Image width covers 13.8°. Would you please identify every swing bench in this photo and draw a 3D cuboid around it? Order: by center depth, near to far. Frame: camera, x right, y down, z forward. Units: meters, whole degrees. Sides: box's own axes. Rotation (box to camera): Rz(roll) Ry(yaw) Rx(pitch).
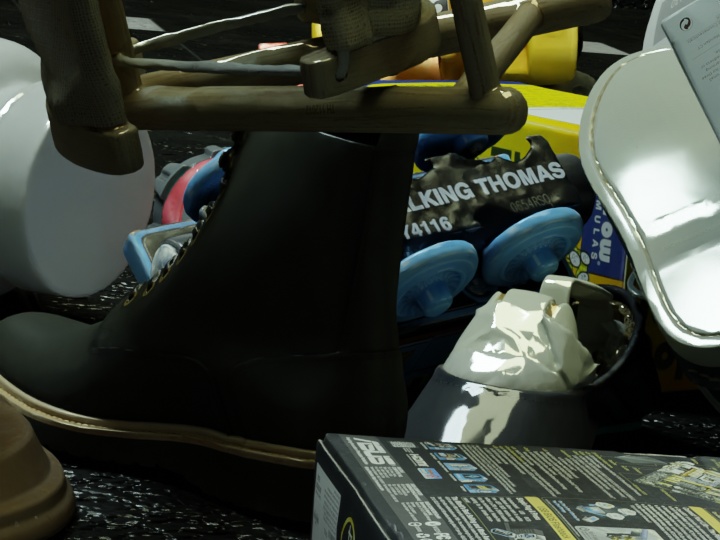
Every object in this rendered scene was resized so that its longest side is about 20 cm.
[{"bbox_3d":[-0.042,-0.147,0.960,0.199,0.200,0.130,-5,20,22],"label":"swing bench"}]

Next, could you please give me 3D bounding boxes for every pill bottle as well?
[{"bbox_3d":[-0.195,-0.050,1.323,0.199,0.121,0.119,12,11,33],"label":"pill bottle"}]

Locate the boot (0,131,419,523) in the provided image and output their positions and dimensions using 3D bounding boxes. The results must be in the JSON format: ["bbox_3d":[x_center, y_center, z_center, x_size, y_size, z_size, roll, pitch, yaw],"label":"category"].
[{"bbox_3d":[-0.055,0.000,1.044,0.199,0.139,0.077,12,11,36],"label":"boot"}]

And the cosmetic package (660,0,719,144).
[{"bbox_3d":[0.197,-0.017,1.115,0.051,0.152,0.200,-29,-24,20],"label":"cosmetic package"}]

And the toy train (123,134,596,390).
[{"bbox_3d":[0.000,0.000,1.166,0.199,0.114,0.087,-14,61,-31],"label":"toy train"}]

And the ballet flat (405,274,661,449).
[{"bbox_3d":[0.064,0.037,1.103,0.073,0.074,0.200,9,10,22],"label":"ballet flat"}]

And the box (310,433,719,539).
[{"bbox_3d":[0.079,0.093,0.841,0.160,0.049,0.200,2,10,-11],"label":"box"}]

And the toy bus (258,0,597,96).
[{"bbox_3d":[0.026,-0.100,1.524,0.190,0.137,0.200,0,-29,-1],"label":"toy bus"}]

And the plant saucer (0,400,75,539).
[{"bbox_3d":[-0.190,0.058,0.959,0.199,0.030,0.200,6,10,-1],"label":"plant saucer"}]

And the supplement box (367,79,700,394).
[{"bbox_3d":[0.090,-0.018,1.326,0.108,0.110,0.199,-2,11,-38],"label":"supplement box"}]

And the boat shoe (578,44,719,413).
[{"bbox_3d":[0.134,-0.015,1.140,0.074,0.062,0.200,-22,37,3],"label":"boat shoe"}]

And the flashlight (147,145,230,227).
[{"bbox_3d":[-0.044,-0.013,1.328,0.068,0.068,0.200,-21,13,-13],"label":"flashlight"}]

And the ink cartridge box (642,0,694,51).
[{"bbox_3d":[0.238,-0.087,1.211,0.199,0.050,0.161,22,-23,-17],"label":"ink cartridge box"}]
